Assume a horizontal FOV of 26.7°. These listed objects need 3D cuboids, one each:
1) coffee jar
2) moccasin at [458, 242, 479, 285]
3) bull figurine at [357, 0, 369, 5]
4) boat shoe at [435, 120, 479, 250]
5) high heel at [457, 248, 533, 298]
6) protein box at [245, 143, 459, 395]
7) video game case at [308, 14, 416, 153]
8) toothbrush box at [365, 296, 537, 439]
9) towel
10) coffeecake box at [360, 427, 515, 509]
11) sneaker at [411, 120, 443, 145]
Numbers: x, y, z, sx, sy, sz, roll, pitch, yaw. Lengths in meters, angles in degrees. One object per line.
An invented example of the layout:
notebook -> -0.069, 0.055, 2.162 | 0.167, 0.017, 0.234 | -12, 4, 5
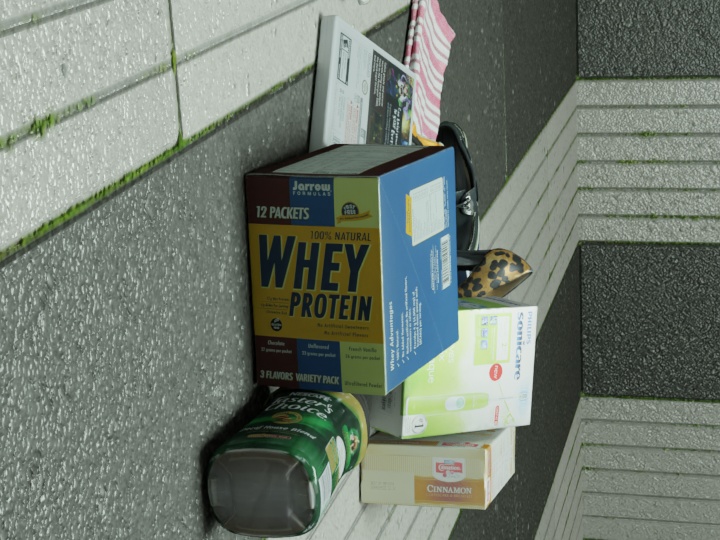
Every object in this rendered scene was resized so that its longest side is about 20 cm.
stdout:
coffee jar -> -0.058, 0.162, 1.355 | 0.200, 0.103, 0.087 | -44, 131, -70
moccasin -> 0.129, 0.020, 2.113 | 0.080, 0.067, 0.203 | 25, 69, -82
bull figurine -> 0.014, -0.390, 1.643 | 0.122, 0.064, 0.202 | 65, 31, -53
boat shoe -> 0.123, -0.107, 2.046 | 0.066, 0.073, 0.203 | 60, 31, -76
high heel -> 0.139, 0.070, 1.882 | 0.071, 0.140, 0.203 | 33, 61, -72
protein box -> -0.002, -0.008, 1.441 | 0.200, 0.133, 0.202 | -27, 117, -64
video game case -> 0.003, -0.145, 1.623 | 0.181, 0.023, 0.203 | 25, 66, -56
toothbrush box -> 0.106, 0.111, 1.787 | 0.198, 0.086, 0.148 | -1, 98, -37
towel -> 0.089, -0.271, 2.001 | 0.147, 0.029, 0.203 | 60, 35, -61
coffeecake box -> 0.098, 0.229, 1.843 | 0.200, 0.151, 0.074 | -16, 107, -73
sneaker -> 0.051, -0.124, 1.799 | 0.200, 0.077, 0.078 | 26, 65, -62
